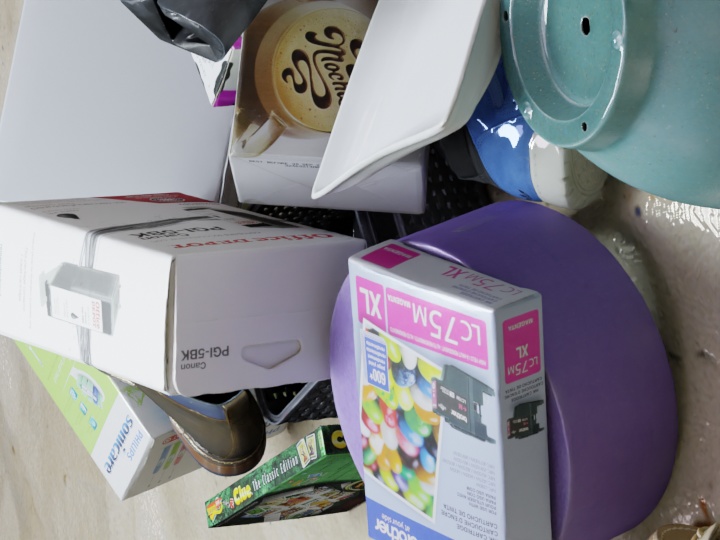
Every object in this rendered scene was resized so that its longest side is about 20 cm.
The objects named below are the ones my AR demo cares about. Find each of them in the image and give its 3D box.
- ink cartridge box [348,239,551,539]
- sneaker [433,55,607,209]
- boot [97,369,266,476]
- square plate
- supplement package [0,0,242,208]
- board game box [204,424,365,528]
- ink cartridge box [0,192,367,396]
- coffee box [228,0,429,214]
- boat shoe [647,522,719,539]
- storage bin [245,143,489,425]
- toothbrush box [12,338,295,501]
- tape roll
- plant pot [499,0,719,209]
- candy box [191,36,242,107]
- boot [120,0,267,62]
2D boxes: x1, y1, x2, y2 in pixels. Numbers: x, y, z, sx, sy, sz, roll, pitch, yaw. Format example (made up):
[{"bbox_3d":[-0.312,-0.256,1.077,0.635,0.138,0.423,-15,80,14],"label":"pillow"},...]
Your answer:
[{"bbox_3d":[0.049,0.094,1.438,0.119,0.042,0.201,20,123,47],"label":"ink cartridge box"},{"bbox_3d":[0.082,-0.139,1.478,0.111,0.077,0.201,13,115,34],"label":"sneaker"},{"bbox_3d":[-0.134,0.041,1.753,0.200,0.075,0.097,42,161,15],"label":"boot"},{"bbox_3d":[0.047,-0.140,1.427,0.200,0.028,0.199,-24,44,67],"label":"square plate"},{"bbox_3d":[-0.150,-0.116,1.796,0.111,0.155,0.201,80,-161,-76],"label":"supplement package"},{"bbox_3d":[-0.017,0.130,1.725,0.200,0.104,0.024,-36,59,59],"label":"board game box"},{"bbox_3d":[-0.110,0.009,1.601,0.200,0.146,0.083,15,106,50],"label":"ink cartridge box"},{"bbox_3d":[-0.010,-0.142,1.574,0.080,0.113,0.201,84,-169,-70],"label":"coffee box"},{"bbox_3d":[0.192,0.156,1.331,0.200,0.071,0.065,-139,51,-69],"label":"boat shoe"},{"bbox_3d":[0.000,0.000,1.681,0.200,0.093,0.136,-49,52,56],"label":"storage bin"},{"bbox_3d":[-0.150,0.039,1.877,0.200,0.145,0.086,55,143,20],"label":"toothbrush box"},{"bbox_3d":[0.077,0.068,1.492,0.200,0.085,0.201,28,128,42],"label":"tape roll"},{"bbox_3d":[0.152,-0.122,1.308,0.200,0.134,0.201,20,112,61],"label":"plant pot"},{"bbox_3d":[-0.056,-0.203,1.705,0.061,0.136,0.200,115,141,-49],"label":"candy box"},{"bbox_3d":[-0.028,-0.202,1.479,0.066,0.200,0.165,50,163,-19],"label":"boot"}]
